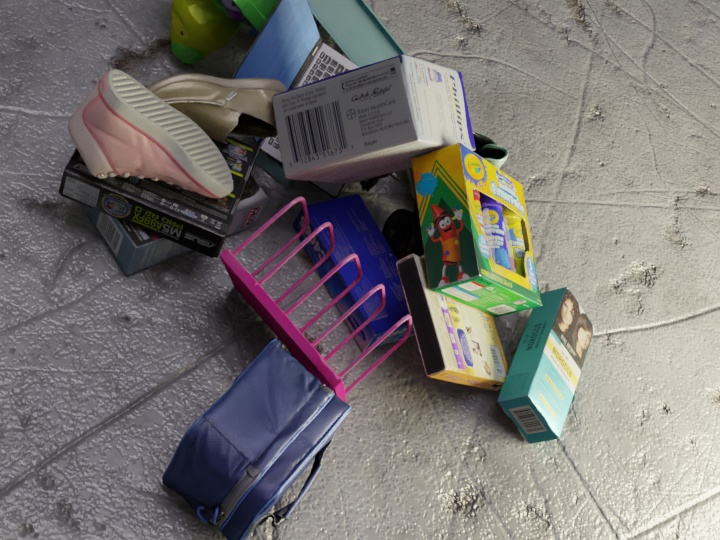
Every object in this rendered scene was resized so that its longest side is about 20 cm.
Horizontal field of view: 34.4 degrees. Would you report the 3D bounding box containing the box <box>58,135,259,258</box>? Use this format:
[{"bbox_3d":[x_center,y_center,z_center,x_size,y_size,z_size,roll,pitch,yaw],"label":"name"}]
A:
[{"bbox_3d":[-0.234,-0.118,1.378,0.198,0.044,0.161,22,46,-8],"label":"box"}]

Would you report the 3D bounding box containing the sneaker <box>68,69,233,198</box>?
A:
[{"bbox_3d":[-0.242,-0.133,1.316,0.200,0.104,0.076,38,29,-34],"label":"sneaker"}]

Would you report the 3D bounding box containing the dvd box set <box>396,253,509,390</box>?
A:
[{"bbox_3d":[0.118,0.068,1.429,0.199,0.029,0.148,18,53,-59],"label":"dvd box set"}]

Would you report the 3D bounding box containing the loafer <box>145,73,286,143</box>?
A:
[{"bbox_3d":[-0.175,-0.188,1.381,0.197,0.076,0.069,-8,72,-25],"label":"loafer"}]

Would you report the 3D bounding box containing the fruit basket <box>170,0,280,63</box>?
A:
[{"bbox_3d":[-0.195,-0.374,1.543,0.213,0.155,0.219,-5,73,17],"label":"fruit basket"}]

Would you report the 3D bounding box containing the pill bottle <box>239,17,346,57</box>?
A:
[{"bbox_3d":[-0.088,-0.372,1.674,0.198,0.113,0.113,20,50,-13],"label":"pill bottle"}]

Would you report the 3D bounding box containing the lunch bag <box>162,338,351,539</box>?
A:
[{"bbox_3d":[-0.106,0.192,1.233,0.132,0.136,0.200,38,50,5],"label":"lunch bag"}]

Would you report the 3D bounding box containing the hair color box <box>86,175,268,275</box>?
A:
[{"bbox_3d":[-0.222,-0.079,1.424,0.199,0.061,0.099,-24,68,-38],"label":"hair color box"}]

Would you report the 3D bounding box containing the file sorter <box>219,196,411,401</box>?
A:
[{"bbox_3d":[-0.047,0.034,1.348,0.125,0.139,0.200,-40,78,-9],"label":"file sorter"}]

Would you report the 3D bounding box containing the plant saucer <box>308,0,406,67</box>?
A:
[{"bbox_3d":[-0.001,-0.329,1.624,0.070,0.019,0.200,-42,103,-6],"label":"plant saucer"}]

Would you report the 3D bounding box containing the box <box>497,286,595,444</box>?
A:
[{"bbox_3d":[0.243,0.120,1.502,0.083,0.049,0.201,52,44,-24],"label":"box"}]

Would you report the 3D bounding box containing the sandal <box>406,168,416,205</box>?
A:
[{"bbox_3d":[0.082,-0.164,1.650,0.079,0.057,0.204,9,67,-28],"label":"sandal"}]

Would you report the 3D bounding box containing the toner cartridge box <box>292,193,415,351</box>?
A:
[{"bbox_3d":[0.000,0.000,1.491,0.094,0.043,0.201,-15,64,-33],"label":"toner cartridge box"}]

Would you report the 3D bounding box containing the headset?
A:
[{"bbox_3d":[0.069,-0.050,1.556,0.123,0.094,0.202,-20,82,-48],"label":"headset"}]

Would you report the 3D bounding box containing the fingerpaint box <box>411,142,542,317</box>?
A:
[{"bbox_3d":[0.148,-0.045,1.441,0.199,0.073,0.169,23,56,-57],"label":"fingerpaint box"}]

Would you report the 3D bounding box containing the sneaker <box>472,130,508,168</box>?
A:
[{"bbox_3d":[0.175,-0.113,1.588,0.200,0.118,0.074,36,57,-26],"label":"sneaker"}]

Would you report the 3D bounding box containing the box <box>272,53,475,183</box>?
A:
[{"bbox_3d":[0.020,-0.181,1.429,0.199,0.182,0.106,-4,83,-65],"label":"box"}]

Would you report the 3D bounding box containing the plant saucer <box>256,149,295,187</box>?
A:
[{"bbox_3d":[-0.071,-0.190,1.613,0.070,0.019,0.200,39,47,4],"label":"plant saucer"}]

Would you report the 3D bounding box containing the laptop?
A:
[{"bbox_3d":[-0.058,-0.237,1.526,0.199,0.116,0.189,32,69,-9],"label":"laptop"}]
